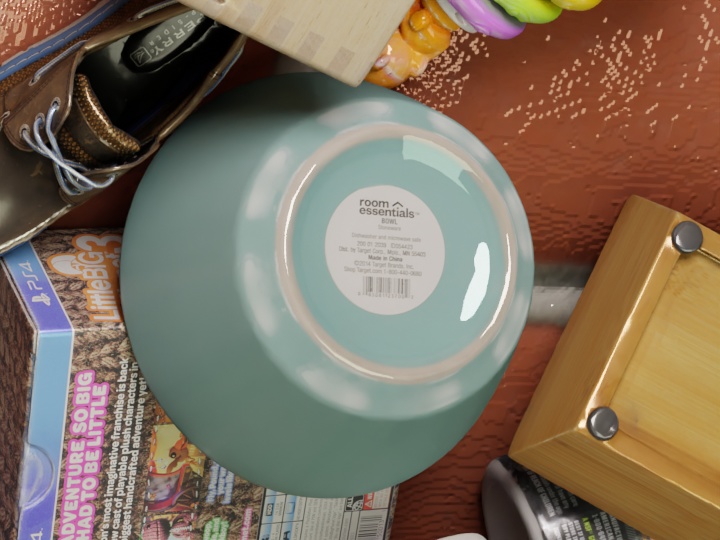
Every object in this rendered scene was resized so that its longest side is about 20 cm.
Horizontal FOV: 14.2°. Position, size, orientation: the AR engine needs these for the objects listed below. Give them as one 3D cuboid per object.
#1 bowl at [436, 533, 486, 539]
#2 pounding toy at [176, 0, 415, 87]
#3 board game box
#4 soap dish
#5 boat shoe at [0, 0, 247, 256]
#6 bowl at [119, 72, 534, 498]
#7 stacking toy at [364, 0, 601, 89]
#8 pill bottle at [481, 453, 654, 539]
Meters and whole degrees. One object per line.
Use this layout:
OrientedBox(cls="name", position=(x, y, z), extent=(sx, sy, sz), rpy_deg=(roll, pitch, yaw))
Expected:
OrientedBox(cls="bowl", position=(0.037, 0.192, 1.440), extent=(0.200, 0.091, 0.201), rpy_deg=(-22, 161, -8))
OrientedBox(cls="pounding toy", position=(-0.025, -0.201, 1.215), extent=(0.142, 0.200, 0.185), rpy_deg=(24, 108, -32))
OrientedBox(cls="board game box", position=(-0.084, 0.069, 1.417), extent=(0.199, 0.097, 0.160), rpy_deg=(-2, 120, -22))
OrientedBox(cls="soap dish", position=(0.196, 0.071, 1.472), extent=(0.199, 0.081, 0.158), rpy_deg=(29, 74, -4))
OrientedBox(cls="boat shoe", position=(-0.129, -0.073, 1.321), extent=(0.200, 0.072, 0.072), rpy_deg=(-45, 111, 4))
OrientedBox(cls="bowl", position=(0.000, 0.000, 1.312), extent=(0.200, 0.105, 0.202), rpy_deg=(3, 82, -21))
OrientedBox(cls="stacking toy", position=(0.071, -0.150, 1.361), extent=(0.200, 0.116, 0.110), rpy_deg=(-36, 99, 22))
OrientedBox(cls="pill bottle", position=(0.174, 0.124, 1.553), extent=(0.199, 0.106, 0.107), rpy_deg=(-16, 124, -13))
